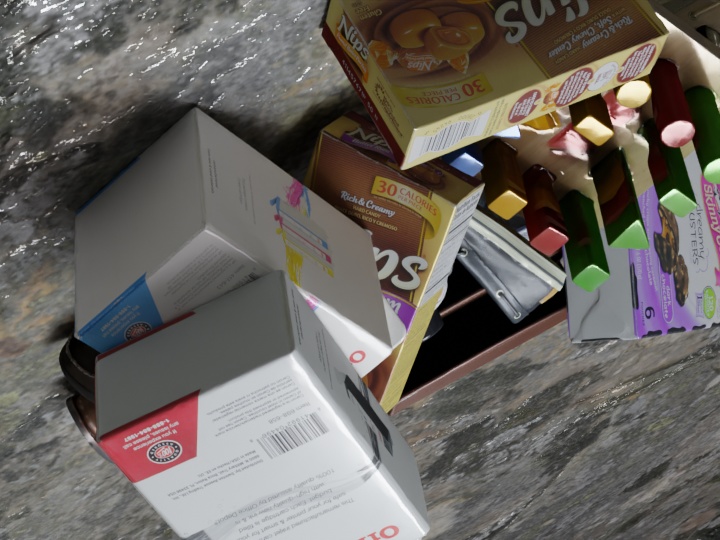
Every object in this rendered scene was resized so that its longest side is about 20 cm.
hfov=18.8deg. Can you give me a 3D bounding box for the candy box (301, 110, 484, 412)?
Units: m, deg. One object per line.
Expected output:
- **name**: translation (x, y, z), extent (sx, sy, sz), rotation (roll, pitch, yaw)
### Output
- **candy box**: translation (0.000, 0.000, 1.577), extent (0.056, 0.116, 0.201), rotation (-37, 151, -58)

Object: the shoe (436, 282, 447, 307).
- **shoe**: translation (-0.019, 0.059, 1.688), extent (0.200, 0.072, 0.091), rotation (-43, 172, 11)

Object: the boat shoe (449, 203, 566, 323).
- **boat shoe**: translation (0.064, -0.029, 1.623), extent (0.062, 0.199, 0.075), rotation (-52, -161, 8)

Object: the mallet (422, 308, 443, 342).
- **mallet**: translation (-0.034, 0.057, 1.755), extent (0.198, 0.066, 0.041), rotation (-23, -171, 5)

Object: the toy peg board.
- **toy peg board**: translation (0.163, -0.095, 1.575), extent (0.198, 0.098, 0.200), rotation (30, 123, -31)

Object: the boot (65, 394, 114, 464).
- **boot**: translation (-0.126, 0.079, 1.774), extent (0.199, 0.065, 0.186), rotation (-35, 163, 12)

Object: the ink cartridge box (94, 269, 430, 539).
- **ink cartridge box**: translation (-0.063, 0.116, 1.422), extent (0.143, 0.084, 0.200), rotation (-25, 129, 13)

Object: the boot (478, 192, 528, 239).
- **boot**: translation (0.159, -0.098, 1.707), extent (0.200, 0.073, 0.091), rotation (-46, 158, -16)

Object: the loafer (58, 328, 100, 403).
- **loafer**: translation (-0.136, 0.067, 1.612), extent (0.072, 0.198, 0.073), rotation (81, 29, -45)

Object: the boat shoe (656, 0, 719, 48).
- **boat shoe**: translation (0.259, -0.188, 1.656), extent (0.199, 0.065, 0.072), rotation (-20, 158, -25)

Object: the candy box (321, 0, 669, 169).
- **candy box**: translation (0.089, -0.156, 1.429), extent (0.199, 0.116, 0.055), rotation (-21, 159, -21)

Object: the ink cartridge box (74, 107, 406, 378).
- **ink cartridge box**: translation (-0.079, 0.015, 1.471), extent (0.128, 0.126, 0.199), rotation (-38, 127, 23)

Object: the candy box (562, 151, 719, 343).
- **candy box**: translation (0.253, -0.031, 1.855), extent (0.071, 0.170, 0.199), rotation (-5, 180, 39)

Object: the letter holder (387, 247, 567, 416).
- **letter holder**: translation (0.091, 0.025, 1.835), extent (0.199, 0.101, 0.142), rotation (-28, 173, -8)
